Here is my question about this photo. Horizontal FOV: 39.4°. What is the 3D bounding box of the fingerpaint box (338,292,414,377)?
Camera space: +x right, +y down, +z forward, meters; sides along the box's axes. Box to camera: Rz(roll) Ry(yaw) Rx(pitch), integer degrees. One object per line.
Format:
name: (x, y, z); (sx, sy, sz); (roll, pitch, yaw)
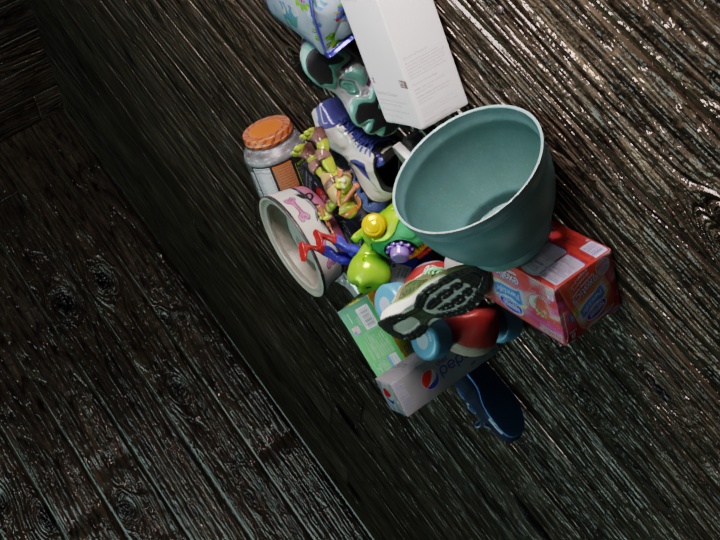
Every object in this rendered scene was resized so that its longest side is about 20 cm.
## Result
fingerpaint box: (0.063, 0.120, 1.821); (0.201, 0.073, 0.167); (58, -155, -4)

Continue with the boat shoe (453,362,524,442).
boat shoe: (0.216, 0.217, 1.731); (0.201, 0.084, 0.069); (62, 148, 36)

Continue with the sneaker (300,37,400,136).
sneaker: (-0.015, -0.298, 1.505); (0.200, 0.078, 0.140); (43, -160, -34)

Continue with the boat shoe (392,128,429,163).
boat shoe: (0.126, -0.129, 1.417); (0.200, 0.060, 0.076); (48, 180, 21)

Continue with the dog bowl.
dog bowl: (-0.093, -0.058, 1.749); (0.200, 0.074, 0.201); (49, 160, 25)

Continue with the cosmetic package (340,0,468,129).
cosmetic package: (0.054, -0.294, 1.307); (0.113, 0.081, 0.201); (26, 145, 61)

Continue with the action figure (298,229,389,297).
action figure: (0.000, 0.000, 1.612); (0.065, 0.199, 0.100); (-36, 59, 38)

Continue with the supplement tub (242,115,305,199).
supplement tub: (-0.148, -0.188, 1.935); (0.122, 0.122, 0.201); (34, 149, 51)

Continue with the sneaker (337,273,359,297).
sneaker: (-0.055, -0.009, 2.016); (0.201, 0.099, 0.078); (56, 162, 5)

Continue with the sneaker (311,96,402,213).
sneaker: (0.014, -0.196, 1.594); (0.200, 0.080, 0.115); (59, 152, 0)

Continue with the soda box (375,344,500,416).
soda box: (0.127, 0.155, 1.650); (0.064, 0.199, 0.068); (61, 163, -13)

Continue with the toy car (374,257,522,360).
toy car: (0.151, 0.005, 1.477); (0.177, 0.183, 0.201); (43, 128, 39)

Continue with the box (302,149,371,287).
box: (-0.009, -0.095, 1.753); (0.182, 0.104, 0.200); (49, 160, 21)

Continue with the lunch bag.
lunch bag: (-0.072, -0.421, 1.358); (0.170, 0.127, 0.200); (43, 166, 39)

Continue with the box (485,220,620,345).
box: (0.227, -0.001, 1.302); (0.200, 0.099, 0.096); (34, 150, 50)

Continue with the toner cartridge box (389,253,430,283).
toner cartridge box: (0.081, 0.025, 1.668); (0.043, 0.095, 0.200); (21, 160, 16)

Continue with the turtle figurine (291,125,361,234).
turtle figurine: (-0.042, -0.146, 1.583); (0.162, 0.064, 0.200); (61, 163, 11)

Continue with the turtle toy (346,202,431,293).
turtle toy: (0.054, -0.052, 1.528); (0.101, 0.200, 0.146); (51, -175, 0)

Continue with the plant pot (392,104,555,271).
plant pot: (0.157, -0.083, 1.236); (0.200, 0.200, 0.134); (34, 168, 50)

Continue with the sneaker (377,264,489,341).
sneaker: (0.098, 0.020, 1.368); (0.077, 0.089, 0.200); (31, 141, -26)
